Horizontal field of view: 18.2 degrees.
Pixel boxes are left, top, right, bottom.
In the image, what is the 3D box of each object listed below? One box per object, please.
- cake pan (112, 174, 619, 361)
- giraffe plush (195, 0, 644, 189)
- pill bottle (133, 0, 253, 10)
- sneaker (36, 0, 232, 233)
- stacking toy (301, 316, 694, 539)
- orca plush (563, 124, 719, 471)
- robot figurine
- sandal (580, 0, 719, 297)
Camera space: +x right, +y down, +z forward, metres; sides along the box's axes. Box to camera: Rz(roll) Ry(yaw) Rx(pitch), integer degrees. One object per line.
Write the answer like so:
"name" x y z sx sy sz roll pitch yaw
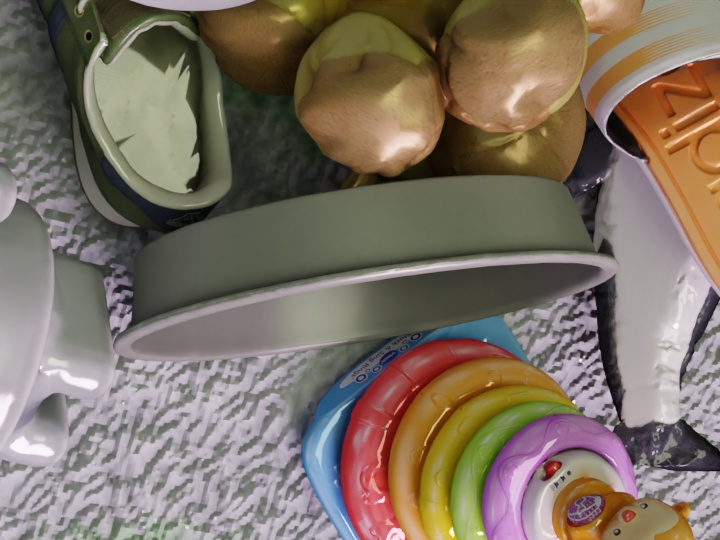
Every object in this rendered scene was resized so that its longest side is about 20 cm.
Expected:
"cake pan" 0.000 0.000 0.882 0.200 0.200 0.037 -5 81 -26
"giraffe plush" 0.030 -0.087 0.900 0.172 0.200 0.162 -23 138 -4
"pill bottle" -0.060 -0.199 0.819 0.111 0.111 0.201 12 67 -27
"sneaker" -0.092 -0.109 0.871 0.067 0.090 0.201 -20 105 -20
"stacking toy" 0.071 0.092 0.919 0.116 0.200 0.110 -36 112 -17
"orca plush" 0.154 -0.009 1.018 0.071 0.105 0.201 17 66 -64
"robot figurine" -0.191 0.013 0.826 0.200 0.113 0.170 18 123 -28
"sandal" 0.140 -0.072 0.954 0.079 0.059 0.207 -33 76 10
